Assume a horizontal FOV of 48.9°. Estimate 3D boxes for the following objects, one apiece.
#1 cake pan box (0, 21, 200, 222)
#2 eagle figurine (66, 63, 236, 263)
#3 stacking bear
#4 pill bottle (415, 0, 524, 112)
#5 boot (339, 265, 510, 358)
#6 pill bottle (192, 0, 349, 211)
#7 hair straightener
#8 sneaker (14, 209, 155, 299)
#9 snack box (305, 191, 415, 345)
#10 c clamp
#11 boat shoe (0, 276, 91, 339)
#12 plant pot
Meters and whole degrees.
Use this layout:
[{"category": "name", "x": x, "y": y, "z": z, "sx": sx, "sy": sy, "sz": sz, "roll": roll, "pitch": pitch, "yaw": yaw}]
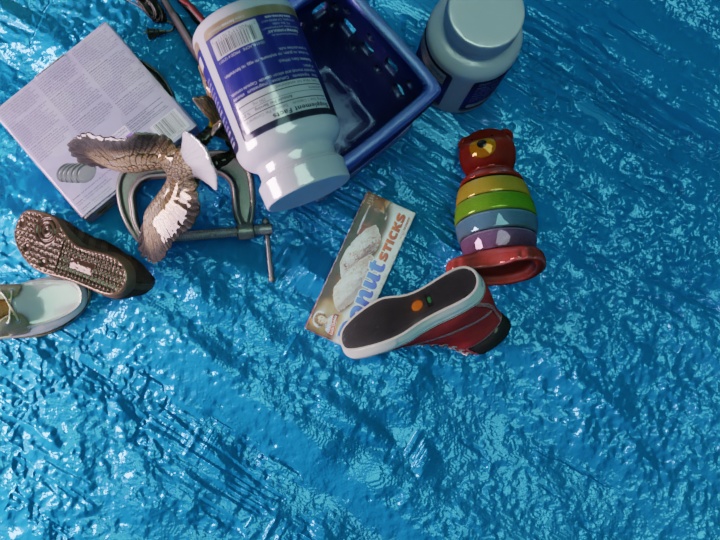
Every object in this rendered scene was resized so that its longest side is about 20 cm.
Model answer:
[{"category": "cake pan box", "x": -0.337, "y": -0.194, "z": 1.029, "sx": 0.200, "sy": 0.052, "sz": 0.184, "roll": -43, "pitch": 90, "yaw": -7}, {"category": "eagle figurine", "x": -0.223, "y": -0.112, "z": 0.911, "sx": 0.200, "sy": 0.151, "sz": 0.152, "roll": -28, "pitch": 61, "yaw": 8}, {"category": "stacking bear", "x": 0.171, "y": -0.090, "z": 1.024, "sx": 0.121, "sy": 0.114, "sz": 0.200, "roll": -10, "pitch": 72, "yaw": 22}, {"category": "pill bottle", "x": 0.137, "y": -0.284, "z": 0.995, "sx": 0.120, "sy": 0.200, "sz": 0.120, "roll": 0, "pitch": 84, "yaw": -4}, {"category": "boot", "x": 0.086, "y": 0.085, "z": 1.008, "sx": 0.200, "sy": 0.144, "sz": 0.072, "roll": -23, "pitch": 48, "yaw": 16}, {"category": "pill bottle", "x": -0.090, "y": -0.171, "z": 0.830, "sx": 0.116, "sy": 0.116, "sz": 0.200, "roll": -21, "pitch": 86, "yaw": -6}, {"category": "hair straightener", "x": -0.264, "y": -0.346, "z": 1.054, "sx": 0.077, "sy": 0.041, "sz": 0.200, "roll": -39, "pitch": 88, "yaw": -7}, {"category": "sneaker", "x": -0.351, "y": -0.014, "z": 1.005, "sx": 0.200, "sy": 0.076, "sz": 0.070, "roll": 28, "pitch": 93, "yaw": 21}, {"category": "snack box", "x": 0.000, "y": 0.000, "z": 1.043, "sx": 0.072, "sy": 0.024, "sz": 0.200, "roll": 25, "pitch": 83, "yaw": -3}, {"category": "c clamp", "x": -0.209, "y": -0.069, "z": 1.009, "sx": 0.200, "sy": 0.027, "sz": 0.171, "roll": 0, "pitch": 98, "yaw": -8}, {"category": "boat shoe", "x": -0.440, "y": 0.053, "z": 0.985, "sx": 0.200, "sy": 0.068, "sz": 0.075, "roll": -17, "pitch": 85, "yaw": -6}, {"category": "plant pot", "x": -0.045, "y": -0.211, "z": 0.985, "sx": 0.200, "sy": 0.180, "sz": 0.200, "roll": -40, "pitch": 88, "yaw": -6}]
